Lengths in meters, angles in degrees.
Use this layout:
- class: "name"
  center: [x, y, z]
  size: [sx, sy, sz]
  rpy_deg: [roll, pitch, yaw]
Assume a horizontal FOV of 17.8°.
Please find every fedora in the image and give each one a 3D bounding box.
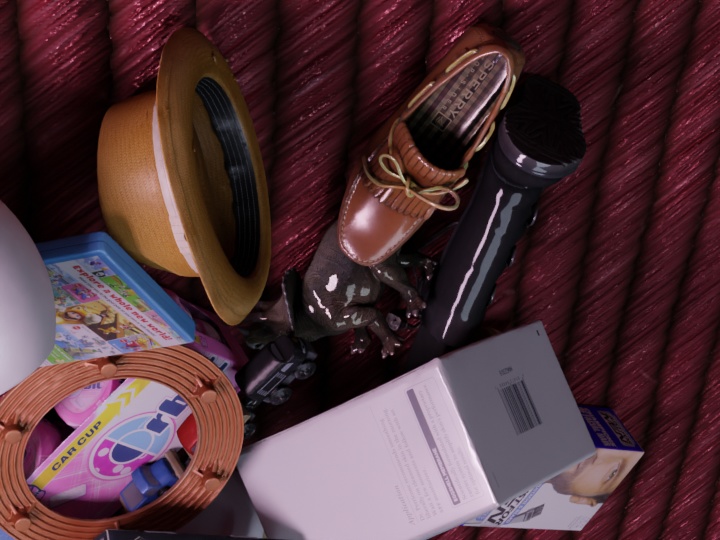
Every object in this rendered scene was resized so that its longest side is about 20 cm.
- class: "fedora"
  center: [-0.121, -0.057, 1.511]
  size: [0.081, 0.202, 0.201]
  rpy_deg: [-8, 149, 15]

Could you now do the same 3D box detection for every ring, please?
- class: "ring"
  center: [-0.178, 0.133, 1.659]
  size: [0.199, 0.019, 0.201]
  rpy_deg: [-11, 127, -15]

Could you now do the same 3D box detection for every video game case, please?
- class: "video game case"
  center: [-0.229, 0.027, 1.534]
  size: [0.199, 0.018, 0.143]
  rpy_deg: [-9, 151, 18]

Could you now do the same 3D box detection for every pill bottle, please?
- class: "pill bottle"
  center: [-0.097, 0.246, 1.922]
  size: [0.111, 0.111, 0.200]
  rpy_deg: [-37, 147, 2]

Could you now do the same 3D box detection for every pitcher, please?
- class: "pitcher"
  center: [-0.292, -0.007, 1.401]
  size: [0.171, 0.121, 0.201]
  rpy_deg: [-26, 108, 12]

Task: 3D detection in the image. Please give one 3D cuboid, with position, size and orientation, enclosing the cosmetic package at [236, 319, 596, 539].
- class: "cosmetic package"
  center: [0.045, 0.143, 1.791]
  size: [0.199, 0.123, 0.199]
  rpy_deg: [-25, 175, 29]

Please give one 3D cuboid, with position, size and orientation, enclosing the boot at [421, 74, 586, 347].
- class: "boot"
  center: [0.097, -0.031, 1.719]
  size: [0.201, 0.065, 0.165]
  rpy_deg: [-61, 179, 24]

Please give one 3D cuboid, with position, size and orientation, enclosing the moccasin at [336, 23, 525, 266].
- class: "moccasin"
  center: [0.050, -0.085, 1.663]
  size: [0.201, 0.074, 0.078]
  rpy_deg: [-48, -171, 18]

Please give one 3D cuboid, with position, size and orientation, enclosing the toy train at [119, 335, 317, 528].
- class: "toy train"
  center: [-0.111, 0.121, 1.709]
  size: [0.200, 0.034, 0.046]
  rpy_deg: [-46, 145, 14]

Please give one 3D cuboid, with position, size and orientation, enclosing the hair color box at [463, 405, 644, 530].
- class: "hair color box"
  center: [0.157, 0.179, 2.108]
  size: [0.199, 0.065, 0.109]
  rpy_deg: [7, 127, -48]

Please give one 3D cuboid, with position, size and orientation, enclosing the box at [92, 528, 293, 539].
- class: "box"
  center: [-0.161, 0.251, 1.744]
  size: [0.158, 0.046, 0.200]
  rpy_deg: [8, 151, -31]

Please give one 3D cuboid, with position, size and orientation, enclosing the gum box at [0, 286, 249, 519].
- class: "gum box"
  center: [-0.181, 0.100, 1.709]
  size: [0.200, 0.066, 0.113]
  rpy_deg: [-44, 147, 12]

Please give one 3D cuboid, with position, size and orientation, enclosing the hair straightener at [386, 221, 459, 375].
- class: "hair straightener"
  center: [0.061, 0.037, 1.869]
  size: [0.077, 0.041, 0.201]
  rpy_deg: [-13, 140, -30]

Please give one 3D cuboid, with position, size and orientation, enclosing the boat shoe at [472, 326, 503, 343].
- class: "boat shoe"
  center: [0.094, 0.135, 1.988]
  size: [0.066, 0.072, 0.201]
  rpy_deg: [5, 126, -31]

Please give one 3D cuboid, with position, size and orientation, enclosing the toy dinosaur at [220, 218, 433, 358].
- class: "toy dinosaur"
  center: [0.000, 0.000, 1.736]
  size: [0.200, 0.077, 0.102]
  rpy_deg: [-48, 113, -5]

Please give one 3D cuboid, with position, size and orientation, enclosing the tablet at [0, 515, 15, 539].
- class: "tablet"
  center: [-0.305, 0.199, 1.723]
  size: [0.130, 0.014, 0.200]
  rpy_deg: [-17, 156, 28]
